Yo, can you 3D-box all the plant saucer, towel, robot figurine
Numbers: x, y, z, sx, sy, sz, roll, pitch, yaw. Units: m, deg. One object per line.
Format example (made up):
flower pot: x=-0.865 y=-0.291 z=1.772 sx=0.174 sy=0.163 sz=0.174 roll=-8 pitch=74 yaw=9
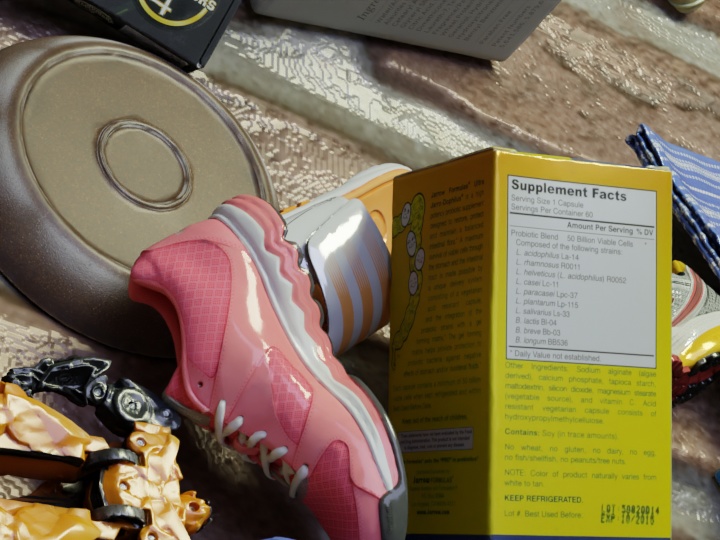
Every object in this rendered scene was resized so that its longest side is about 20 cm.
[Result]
plant saucer: x=-0.119 y=-0.048 z=1.127 sx=0.199 sy=0.032 sz=0.201 roll=22 pitch=47 yaw=-25
towel: x=0.254 y=-0.005 z=1.364 sx=0.144 sy=0.024 sz=0.201 roll=14 pitch=40 yaw=-55
robot figurine: x=-0.159 y=0.099 z=0.951 sx=0.199 sy=0.058 sz=0.146 roll=13 pitch=50 yaw=-31

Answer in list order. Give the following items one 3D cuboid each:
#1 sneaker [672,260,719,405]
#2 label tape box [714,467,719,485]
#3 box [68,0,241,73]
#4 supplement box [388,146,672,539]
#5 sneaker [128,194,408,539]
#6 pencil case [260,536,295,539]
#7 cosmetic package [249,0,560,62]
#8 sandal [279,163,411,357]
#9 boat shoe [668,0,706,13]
sneaker: x=0.148 y=0.040 z=1.251 sx=0.199 sy=0.078 sz=0.082 roll=-8 pitch=58 yaw=-53
label tape box: x=0.326 y=0.090 z=1.297 sx=0.199 sy=0.144 sz=0.064 roll=-13 pitch=64 yaw=-45
box: x=-0.135 y=-0.226 z=1.173 sx=0.199 sy=0.049 sz=0.162 roll=31 pitch=83 yaw=-13
supplement box: x=0.084 y=0.048 z=1.090 sx=0.108 sy=0.109 sz=0.202 roll=5 pitch=82 yaw=-27
sneaker: x=-0.048 y=0.065 z=1.028 sx=0.086 sy=0.074 sz=0.201 roll=-21 pitch=70 yaw=-21
pencil case: x=-0.040 y=0.214 z=0.944 sx=0.077 sy=0.087 sz=0.201 roll=0 pitch=44 yaw=12
cosmetic package: x=0.035 y=-0.253 z=1.316 sx=0.199 sy=0.165 sz=0.166 roll=6 pitch=53 yaw=-36
sandal: x=-0.002 y=-0.008 z=1.147 sx=0.207 sy=0.059 sz=0.080 roll=-41 pitch=121 yaw=-50
boat shoe: x=0.260 y=-0.261 z=1.596 sx=0.201 sy=0.073 sz=0.063 roll=-60 pitch=144 yaw=-52
